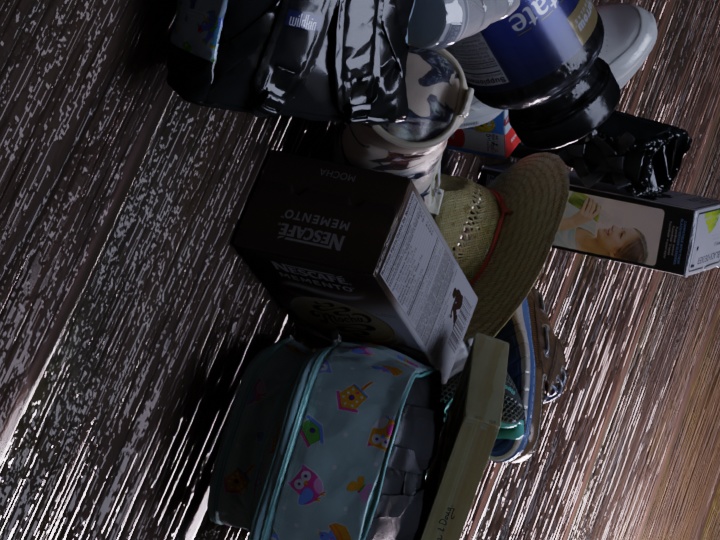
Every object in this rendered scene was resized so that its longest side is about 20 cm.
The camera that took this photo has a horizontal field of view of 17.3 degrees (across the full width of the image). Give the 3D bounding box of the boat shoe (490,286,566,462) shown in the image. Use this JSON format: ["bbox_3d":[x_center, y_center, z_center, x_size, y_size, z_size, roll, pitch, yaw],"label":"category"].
[{"bbox_3d":[0.130,0.074,1.897,0.072,0.072,0.200,29,44,-33],"label":"boat shoe"}]

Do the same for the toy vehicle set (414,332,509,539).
[{"bbox_3d":[0.064,0.160,1.716,0.124,0.027,0.200,-76,-177,-64],"label":"toy vehicle set"}]

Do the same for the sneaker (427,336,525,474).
[{"bbox_3d":[0.040,0.137,1.813,0.200,0.091,0.078,-36,151,6],"label":"sneaker"}]

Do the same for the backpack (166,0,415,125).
[{"bbox_3d":[-0.037,-0.207,1.471,0.163,0.154,0.200,1,116,-27],"label":"backpack"}]

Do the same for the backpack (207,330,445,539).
[{"bbox_3d":[-0.022,0.133,1.658,0.200,0.153,0.176,-45,153,-89],"label":"backpack"}]

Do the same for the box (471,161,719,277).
[{"bbox_3d":[0.212,-0.047,2.071,0.117,0.200,0.060,-10,112,-65],"label":"box"}]

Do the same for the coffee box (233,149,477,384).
[{"bbox_3d":[0.000,0.000,1.711,0.080,0.113,0.200,-69,155,-18],"label":"coffee box"}]

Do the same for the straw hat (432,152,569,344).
[{"bbox_3d":[0.075,-0.031,1.896,0.085,0.201,0.201,31,66,-21],"label":"straw hat"}]

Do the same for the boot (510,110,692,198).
[{"bbox_3d":[0.211,-0.124,2.075,0.198,0.162,0.073,-32,132,-60],"label":"boot"}]

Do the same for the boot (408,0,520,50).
[{"bbox_3d":[0.028,-0.241,1.575,0.096,0.074,0.200,-25,83,-47],"label":"boot"}]

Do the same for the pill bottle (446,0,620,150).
[{"bbox_3d":[0.110,-0.190,1.729,0.200,0.112,0.112,56,46,-29],"label":"pill bottle"}]

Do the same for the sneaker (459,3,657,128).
[{"bbox_3d":[0.134,-0.169,1.835,0.100,0.200,0.075,71,2,-59],"label":"sneaker"}]

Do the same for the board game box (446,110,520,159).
[{"bbox_3d":[0.132,-0.228,1.972,0.200,0.056,0.196,-53,148,-45],"label":"board game box"}]

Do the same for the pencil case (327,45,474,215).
[{"bbox_3d":[0.028,-0.094,1.668,0.200,0.089,0.078,110,-14,-72],"label":"pencil case"}]
